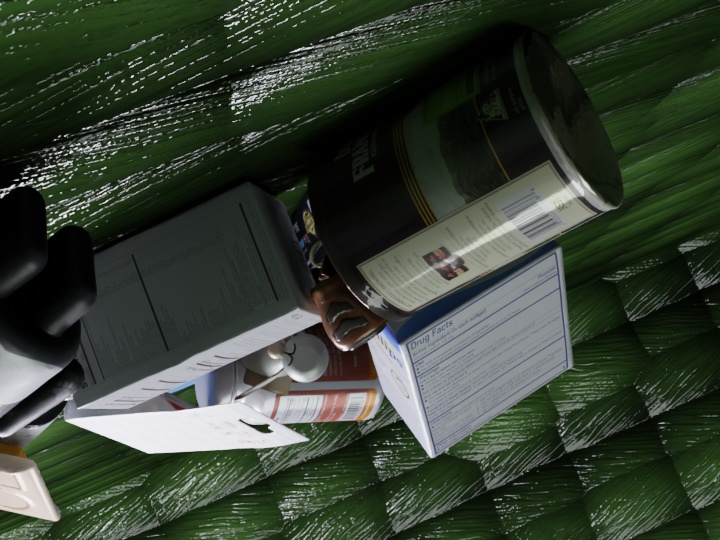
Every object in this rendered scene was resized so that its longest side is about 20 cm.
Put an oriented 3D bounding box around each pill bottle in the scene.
[{"bbox_3d":[-0.080,0.114,1.384,0.198,0.114,0.112,1,161,-24],"label":"pill bottle"}]

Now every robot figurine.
[{"bbox_3d":[-0.253,0.036,0.758,0.199,0.151,0.125,-36,180,14],"label":"robot figurine"}]

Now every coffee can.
[{"bbox_3d":[0.080,-0.069,0.950,0.199,0.148,0.146,-28,169,25],"label":"coffee can"}]

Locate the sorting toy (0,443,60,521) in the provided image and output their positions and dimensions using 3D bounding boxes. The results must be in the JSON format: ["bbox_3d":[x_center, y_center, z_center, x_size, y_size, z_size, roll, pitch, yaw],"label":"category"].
[{"bbox_3d":[-0.403,0.199,1.255,0.183,0.037,0.200,12,155,2],"label":"sorting toy"}]

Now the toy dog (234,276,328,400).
[{"bbox_3d":[-0.092,0.067,1.191,0.095,0.133,0.200,14,156,-13],"label":"toy dog"}]

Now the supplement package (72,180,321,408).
[{"bbox_3d":[-0.145,0.025,1.019,0.198,0.115,0.109,-24,170,8],"label":"supplement package"}]

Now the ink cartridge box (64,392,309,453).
[{"bbox_3d":[-0.171,0.141,1.246,0.198,0.048,0.160,-8,157,21],"label":"ink cartridge box"}]

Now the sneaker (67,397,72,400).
[{"bbox_3d":[-0.268,0.074,1.110,0.199,0.078,0.085,-14,161,-40],"label":"sneaker"}]

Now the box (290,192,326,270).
[{"bbox_3d":[0.038,-0.069,1.151,0.198,0.046,0.159,-21,170,-19],"label":"box"}]

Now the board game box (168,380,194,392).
[{"bbox_3d":[-0.227,0.092,1.412,0.157,0.039,0.200,-28,160,11],"label":"board game box"}]

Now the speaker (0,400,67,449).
[{"bbox_3d":[-0.361,0.146,1.255,0.081,0.082,0.200,-17,168,-35],"label":"speaker"}]

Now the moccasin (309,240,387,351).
[{"bbox_3d":[-0.001,0.001,1.052,0.073,0.078,0.201,-31,-172,25],"label":"moccasin"}]

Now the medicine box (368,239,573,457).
[{"bbox_3d":[0.105,0.054,1.222,0.181,0.103,0.201,-31,139,-12],"label":"medicine box"}]

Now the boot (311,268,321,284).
[{"bbox_3d":[0.006,0.045,1.332,0.210,0.159,0.080,-18,158,-40],"label":"boot"}]
